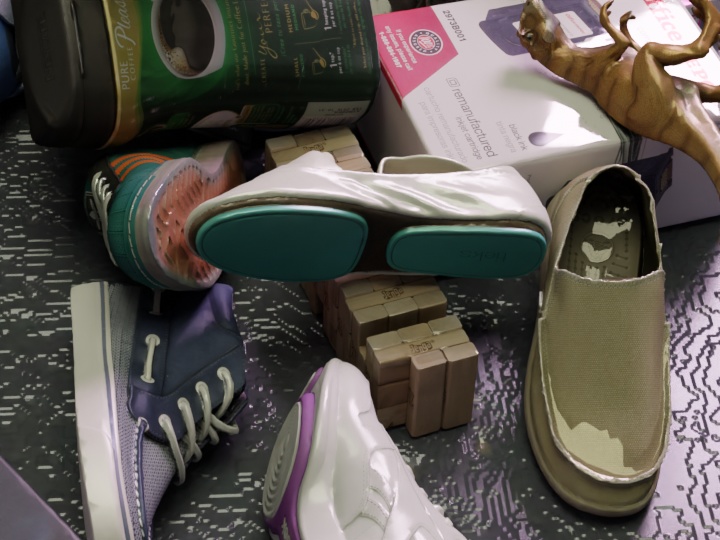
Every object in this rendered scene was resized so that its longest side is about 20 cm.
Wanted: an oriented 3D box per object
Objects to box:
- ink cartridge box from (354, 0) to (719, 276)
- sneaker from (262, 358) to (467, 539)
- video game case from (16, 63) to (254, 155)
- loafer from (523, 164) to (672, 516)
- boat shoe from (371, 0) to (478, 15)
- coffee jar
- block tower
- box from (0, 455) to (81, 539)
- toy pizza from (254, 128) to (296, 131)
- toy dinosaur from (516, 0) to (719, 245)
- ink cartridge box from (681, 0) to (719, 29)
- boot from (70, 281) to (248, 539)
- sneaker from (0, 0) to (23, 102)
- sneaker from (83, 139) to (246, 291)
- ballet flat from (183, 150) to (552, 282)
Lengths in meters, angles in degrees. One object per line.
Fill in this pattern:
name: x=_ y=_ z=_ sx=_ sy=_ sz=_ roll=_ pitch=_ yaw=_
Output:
ink cartridge box: x=0.112 y=-0.091 z=1.190 sx=0.199 sy=0.085 sz=0.145 roll=-12 pitch=49 yaw=-16
sneaker: x=0.006 y=0.130 z=0.985 sx=0.099 sy=0.075 sz=0.201 roll=13 pitch=42 yaw=-18
video game case: x=-0.115 y=-0.181 z=1.209 sx=0.142 sy=0.019 sz=0.201 roll=18 pitch=67 yaw=-18
loafer: x=0.125 y=0.029 z=1.060 sx=0.075 sy=0.068 sz=0.201 roll=0 pitch=62 yaw=-3
boat shoe: x=0.055 y=-0.176 z=1.237 sx=0.200 sy=0.066 sz=0.072 roll=-19 pitch=76 yaw=-13
coffee jar: x=-0.094 y=-0.125 z=1.137 sx=0.199 sy=0.085 sz=0.105 roll=-7 pitch=83 yaw=-24
block tower: x=0.000 y=0.000 z=1.112 sx=0.054 sy=0.058 sz=0.200 roll=-13 pitch=46 yaw=-18
box: x=-0.218 y=0.151 z=0.908 sx=0.148 sy=0.108 sz=0.200 roll=-31 pitch=55 yaw=-31
toy pizza: x=-0.071 y=-0.178 z=1.257 sx=0.199 sy=0.032 sz=0.202 roll=8 pitch=69 yaw=-22
toy dinosaur: x=0.171 y=-0.092 z=1.113 sx=0.106 sy=0.060 sz=0.200 roll=-42 pitch=56 yaw=-7
ink cartridge box: x=0.134 y=-0.173 z=1.313 sx=0.199 sy=0.037 sz=0.095 roll=-18 pitch=49 yaw=-18
boot: x=-0.097 y=0.074 z=1.017 sx=0.090 sy=0.073 sz=0.201 roll=-4 pitch=42 yaw=-7
sneaker: x=-0.174 y=-0.163 z=1.245 sx=0.145 sy=0.081 sz=0.201 roll=1 pitch=39 yaw=3
sneaker: x=-0.115 y=-0.028 z=1.089 sx=0.079 sy=0.072 sz=0.200 roll=-6 pitch=9 yaw=9
ballet flat: x=0.002 y=-0.031 z=1.055 sx=0.198 sy=0.070 sz=0.070 roll=2 pitch=44 yaw=-17
